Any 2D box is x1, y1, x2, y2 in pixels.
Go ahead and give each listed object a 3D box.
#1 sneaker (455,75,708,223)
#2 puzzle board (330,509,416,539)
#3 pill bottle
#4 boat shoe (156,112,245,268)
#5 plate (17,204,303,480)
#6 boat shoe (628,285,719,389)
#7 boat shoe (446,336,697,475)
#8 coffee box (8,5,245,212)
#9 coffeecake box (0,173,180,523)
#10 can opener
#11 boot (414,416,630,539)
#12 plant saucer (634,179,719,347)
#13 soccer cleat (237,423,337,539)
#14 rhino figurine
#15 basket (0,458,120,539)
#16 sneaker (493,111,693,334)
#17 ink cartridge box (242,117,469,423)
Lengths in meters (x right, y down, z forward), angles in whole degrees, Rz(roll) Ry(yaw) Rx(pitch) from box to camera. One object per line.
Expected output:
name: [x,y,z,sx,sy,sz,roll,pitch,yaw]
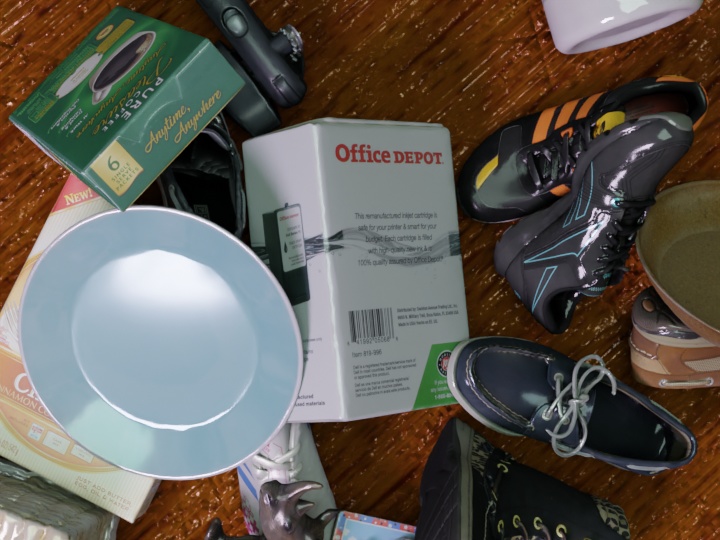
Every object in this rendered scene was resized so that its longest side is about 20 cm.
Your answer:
sneaker: [0.163,-0.096,1.083,0.198,0.090,0.071,-23,89,-4]
puzzle board: [0.060,0.270,1.078,0.197,0.017,0.153,15,86,-14]
pill bottle: [0.171,-0.272,1.079,0.113,0.114,0.203,-16,88,-3]
boat shoe: [-0.119,-0.083,1.042,0.071,0.068,0.202,0,53,-19]
plate: [-0.134,0.048,0.995,0.197,0.026,0.203,3,113,7]
boat shoe: [0.290,0.055,1.098,0.197,0.076,0.075,3,120,-11]
boat shoe: [0.154,0.100,1.058,0.198,0.062,0.076,28,76,-21]
coffee box: [-0.166,-0.117,1.016,0.123,0.200,0.044,-48,120,-8]
coffeecake box: [-0.183,0.055,1.071,0.152,0.073,0.202,26,86,0]
can opener: [-0.106,-0.199,1.090,0.078,0.063,0.201,-33,90,-3]
boot: [0.117,0.187,1.021,0.152,0.204,0.074,26,110,-6]
plant saucer: [0.290,0.008,1.061,0.197,0.201,0.036,9,128,-2]
soccer cleat: [-0.061,0.144,1.065,0.069,0.086,0.203,-17,89,-3]
rhino figurine: [-0.074,0.212,1.038,0.087,0.060,0.201,30,121,-6]
basket: [-0.294,0.228,1.016,0.196,0.161,0.203,20,85,-1]
sneaker: [0.174,-0.033,1.040,0.075,0.200,0.080,-2,57,-35]
ink cartridge box: [0.000,0.000,1.042,0.145,0.082,0.203,-2,86,-46]
